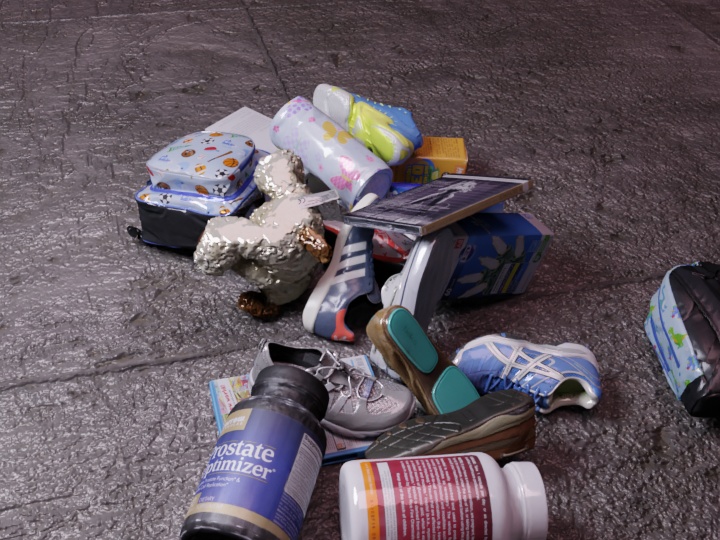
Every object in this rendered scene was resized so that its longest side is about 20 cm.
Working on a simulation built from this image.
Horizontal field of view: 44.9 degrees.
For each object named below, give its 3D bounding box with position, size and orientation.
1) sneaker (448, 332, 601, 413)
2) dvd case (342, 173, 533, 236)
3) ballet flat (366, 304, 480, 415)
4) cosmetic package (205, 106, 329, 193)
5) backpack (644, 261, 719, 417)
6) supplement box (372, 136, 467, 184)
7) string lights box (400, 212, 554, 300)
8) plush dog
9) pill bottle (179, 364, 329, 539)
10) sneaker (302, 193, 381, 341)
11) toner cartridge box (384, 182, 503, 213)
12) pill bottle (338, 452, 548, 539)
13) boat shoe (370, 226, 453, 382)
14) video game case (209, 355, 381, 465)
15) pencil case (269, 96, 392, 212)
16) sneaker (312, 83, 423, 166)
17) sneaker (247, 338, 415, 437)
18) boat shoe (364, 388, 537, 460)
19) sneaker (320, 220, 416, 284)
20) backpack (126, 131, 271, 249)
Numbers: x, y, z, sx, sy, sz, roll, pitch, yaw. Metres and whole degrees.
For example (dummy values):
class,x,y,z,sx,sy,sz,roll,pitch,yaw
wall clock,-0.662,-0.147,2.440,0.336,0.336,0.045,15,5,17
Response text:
class,x,y,z,sx,sy,sz,roll,pitch,yaw
sneaker,0.199,0.127,1.056,0.198,0.076,0.077,0,36,-5
dvd case,0.098,-0.086,1.099,0.199,0.016,0.148,-24,22,-34
ballet flat,0.073,0.125,1.020,0.200,0.072,0.068,50,58,-14
cosmetic package,-0.142,-0.180,1.385,0.199,0.075,0.102,30,46,23
backpack,0.444,0.083,1.102,0.161,0.154,0.202,-7,63,-11
supplement box,0.071,-0.174,1.405,0.198,0.067,0.069,0,40,-5
string lights box,0.156,-0.021,1.163,0.199,0.103,0.059,-4,38,-39
plush dog,-0.096,-0.028,1.126,0.160,0.172,0.201,29,68,15
pill bottle,-0.098,0.201,0.891,0.111,0.112,0.201,12,49,8
sneaker,0.000,0.000,1.143,0.084,0.075,0.202,23,83,8
toner cartridge box,0.104,-0.097,1.256,0.094,0.044,0.199,-3,12,-34
pill bottle,0.081,0.243,0.879,0.198,0.114,0.114,-2,40,-8
boat shoe,0.054,0.035,1.065,0.066,0.202,0.073,23,12,32
video game case,-0.068,0.170,1.023,0.198,0.018,0.144,-8,43,-15
pencil case,-0.044,-0.165,1.267,0.083,0.091,0.200,-29,62,-38
sneaker,0.017,-0.233,1.373,0.105,0.076,0.200,-22,55,-43
sneaker,-0.034,0.131,0.993,0.198,0.083,0.075,11,40,4
boat shoe,0.106,0.197,0.958,0.198,0.075,0.076,-17,15,-5
sneaker,0.021,-0.040,1.244,0.200,0.068,0.108,21,40,14
backpack,-0.210,-0.115,1.249,0.198,0.155,0.191,14,30,15
